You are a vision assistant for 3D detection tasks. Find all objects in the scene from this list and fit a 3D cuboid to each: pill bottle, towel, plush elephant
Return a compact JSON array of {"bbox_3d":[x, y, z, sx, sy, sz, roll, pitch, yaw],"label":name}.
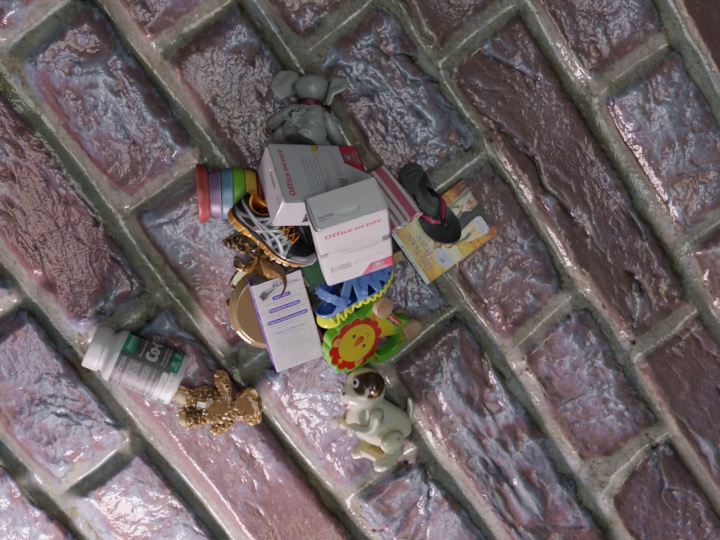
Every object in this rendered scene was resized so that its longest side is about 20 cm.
[{"bbox_3d":[-0.475,0.195,1.725,0.199,0.113,0.114,24,96,-12],"label":"pill bottle"},{"bbox_3d":[0.012,-0.119,1.722,0.199,0.030,0.147,-33,69,-5],"label":"towel"},{"bbox_3d":[-0.105,-0.327,1.664,0.164,0.200,0.156,15,74,6],"label":"plush elephant"}]

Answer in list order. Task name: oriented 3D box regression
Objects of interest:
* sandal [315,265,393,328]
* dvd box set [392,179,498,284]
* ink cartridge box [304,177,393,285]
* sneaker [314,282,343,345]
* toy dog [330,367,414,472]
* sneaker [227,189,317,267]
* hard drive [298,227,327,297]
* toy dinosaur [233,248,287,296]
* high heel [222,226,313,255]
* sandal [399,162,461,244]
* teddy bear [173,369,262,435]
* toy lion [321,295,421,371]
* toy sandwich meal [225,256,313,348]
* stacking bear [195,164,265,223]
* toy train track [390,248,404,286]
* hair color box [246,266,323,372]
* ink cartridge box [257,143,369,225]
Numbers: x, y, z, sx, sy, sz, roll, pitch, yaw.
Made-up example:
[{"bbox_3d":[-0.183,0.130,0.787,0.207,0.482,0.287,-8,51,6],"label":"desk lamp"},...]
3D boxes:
[{"bbox_3d":[-0.016,0.031,1.676,0.200,0.079,0.087,-39,130,-15],"label":"sandal"},{"bbox_3d":[0.183,-0.085,1.804,0.200,0.029,0.147,-35,101,0],"label":"dvd box set"},{"bbox_3d":[-0.019,-0.072,1.575,0.145,0.200,0.085,-18,60,-5],"label":"ink cartridge box"},{"bbox_3d":[-0.060,0.102,1.781,0.095,0.079,0.201,7,109,7],"label":"sneaker"},{"bbox_3d":[0.030,0.308,1.794,0.193,0.139,0.201,-32,113,-16],"label":"toy dog"},{"bbox_3d":[-0.168,-0.080,1.617,0.199,0.078,0.077,34,121,-5],"label":"sneaker"},{"bbox_3d":[-0.049,-0.052,1.743,0.199,0.038,0.140,-33,68,-2],"label":"hard drive"},{"bbox_3d":[-0.178,-0.006,1.656,0.060,0.199,0.107,35,78,-42],"label":"toy dinosaur"},{"bbox_3d":[-0.205,-0.100,1.692,0.199,0.072,0.143,-5,140,8],"label":"high heel"},{"bbox_3d":[0.146,-0.142,1.754,0.075,0.045,0.201,-32,86,0],"label":"sandal"},{"bbox_3d":[-0.313,0.294,1.797,0.199,0.067,0.146,-21,93,3],"label":"teddy bear"},{"bbox_3d":[0.015,0.142,1.753,0.192,0.069,0.200,-51,137,1],"label":"toy lion"},{"bbox_3d":[-0.201,0.069,1.766,0.204,0.070,0.207,-5,105,-18],"label":"toy sandwich meal"},{"bbox_3d":[-0.238,-0.161,1.699,0.199,0.114,0.122,-3,101,-12],"label":"stacking bear"},{"bbox_3d":[0.000,0.000,1.797,0.199,0.033,0.115,-24,115,3],"label":"toy train track"},{"bbox_3d":[-0.157,0.099,1.716,0.109,0.065,0.201,-18,110,-13],"label":"hair color box"},{"bbox_3d":[-0.087,-0.169,1.610,0.199,0.086,0.148,-3,58,-26],"label":"ink cartridge box"}]
